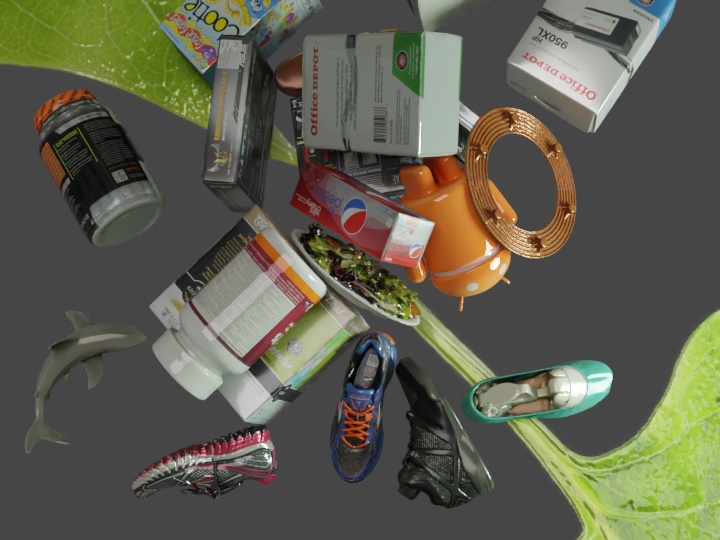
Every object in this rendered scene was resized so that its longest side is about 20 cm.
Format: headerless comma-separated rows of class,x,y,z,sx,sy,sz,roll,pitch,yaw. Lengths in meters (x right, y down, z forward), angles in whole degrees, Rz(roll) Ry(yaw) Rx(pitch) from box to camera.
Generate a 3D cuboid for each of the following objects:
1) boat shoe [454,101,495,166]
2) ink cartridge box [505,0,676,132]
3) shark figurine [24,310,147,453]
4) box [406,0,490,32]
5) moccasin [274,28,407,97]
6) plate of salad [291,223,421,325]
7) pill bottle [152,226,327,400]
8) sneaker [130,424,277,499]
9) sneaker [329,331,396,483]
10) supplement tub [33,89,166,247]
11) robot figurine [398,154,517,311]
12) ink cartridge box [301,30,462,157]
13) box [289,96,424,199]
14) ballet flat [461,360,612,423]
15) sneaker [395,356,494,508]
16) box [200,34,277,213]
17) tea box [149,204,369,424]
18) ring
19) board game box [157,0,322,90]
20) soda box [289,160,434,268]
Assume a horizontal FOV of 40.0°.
boat shoe,0.080,-0.209,1.295,0.199,0.072,0.071,36,90,15
ink cartridge box,0.306,-0.310,1.325,0.144,0.084,0.201,33,86,13
shark figurine,-0.410,0.133,1.353,0.128,0.090,0.215,38,85,15
box,0.087,-0.453,1.363,0.108,0.128,0.201,-26,76,3
moccasin,-0.024,-0.290,1.375,0.200,0.078,0.074,-7,78,7
plate of salad,0.000,0.000,1.255,0.200,0.200,0.048,39,103,13
pill bottle,-0.144,0.053,1.176,0.200,0.110,0.110,-44,76,-1
sneaker,-0.207,0.267,1.300,0.198,0.081,0.075,-17,90,9
sneaker,-0.002,0.174,1.285,0.075,0.078,0.202,6,80,10
supplement tub,-0.367,-0.144,1.378,0.122,0.123,0.201,-33,77,1
robot figurine,0.123,-0.053,1.272,0.116,0.144,0.201,-16,107,34
ink cartridge box,0.023,-0.222,1.239,0.199,0.083,0.148,12,105,41
box,0.010,-0.174,1.363,0.198,0.050,0.159,-10,79,7
ballet flat,0.226,0.157,1.257,0.198,0.070,0.068,-12,77,6
sneaker,0.076,0.215,1.266,0.114,0.076,0.200,-28,82,-4
box,-0.160,-0.193,1.337,0.048,0.158,0.202,5,81,8
tea box,-0.128,0.061,1.297,0.197,0.134,0.200,-42,77,0
ring,0.212,-0.115,1.268,0.019,0.199,0.202,-18,67,51
board game box,-0.167,-0.358,1.396,0.200,0.105,0.103,-43,76,-2
soda box,-0.002,-0.072,1.238,0.200,0.070,0.064,33,106,46
